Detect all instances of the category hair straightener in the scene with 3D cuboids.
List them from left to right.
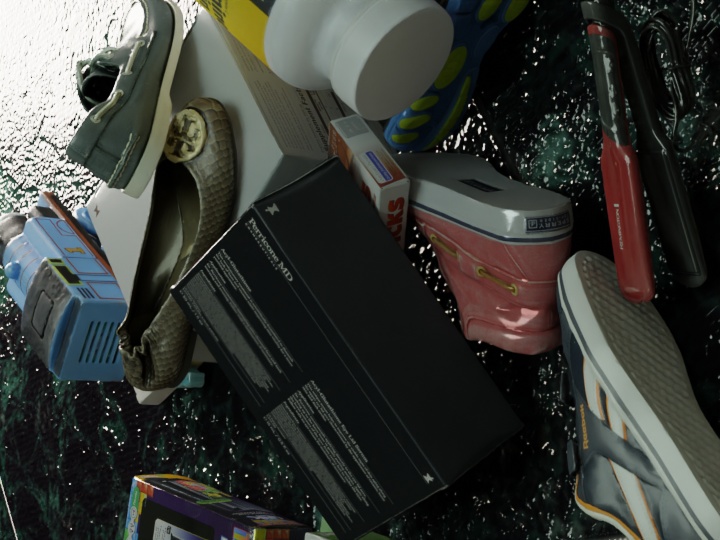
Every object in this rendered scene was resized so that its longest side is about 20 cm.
[{"bbox_3d":[0.164,-0.087,1.019,0.041,0.076,0.202,172,85,-70],"label":"hair straightener"}]

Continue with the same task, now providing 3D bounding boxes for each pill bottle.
[{"bbox_3d":[-0.037,-0.183,1.133,0.200,0.112,0.113,43,119,28],"label":"pill bottle"}]

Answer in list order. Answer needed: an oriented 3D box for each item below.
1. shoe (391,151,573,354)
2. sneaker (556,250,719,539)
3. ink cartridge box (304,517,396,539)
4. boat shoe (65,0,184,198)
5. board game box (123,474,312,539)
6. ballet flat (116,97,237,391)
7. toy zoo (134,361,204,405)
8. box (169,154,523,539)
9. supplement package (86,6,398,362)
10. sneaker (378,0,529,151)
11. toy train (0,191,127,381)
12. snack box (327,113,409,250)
[{"bbox_3d":[0.065,-0.014,1.131,0.200,0.071,0.092,-151,56,-61],"label":"shoe"},{"bbox_3d":[0.145,0.087,1.012,0.079,0.078,0.201,-44,54,32],"label":"sneaker"},{"bbox_3d":[0.006,0.228,1.182,0.199,0.059,0.105,10,93,52],"label":"ink cartridge box"},{"bbox_3d":[-0.162,-0.131,1.250,0.073,0.061,0.201,-56,23,36],"label":"boat shoe"},{"bbox_3d":[-0.116,0.264,1.337,0.165,0.056,0.202,13,95,49],"label":"board game box"},{"bbox_3d":[-0.126,-0.016,1.216,0.067,0.046,0.202,26,107,47],"label":"ballet flat"},{"bbox_3d":[-0.159,0.011,1.450,0.131,0.020,0.201,-53,48,33],"label":"toy zoo"},{"bbox_3d":[-0.012,0.052,1.133,0.201,0.079,0.141,55,147,3],"label":"box"},{"bbox_3d":[-0.085,-0.057,1.296,0.200,0.110,0.156,-55,47,32],"label":"supplement package"},{"bbox_3d":[0.055,-0.170,1.165,0.083,0.070,0.200,53,128,33],"label":"sneaker"},{"bbox_3d":[-0.216,0.010,1.413,0.200,0.114,0.087,44,119,44],"label":"toy train"},{"bbox_3d":[0.000,0.000,1.185,0.072,0.024,0.201,54,151,40],"label":"snack box"}]
